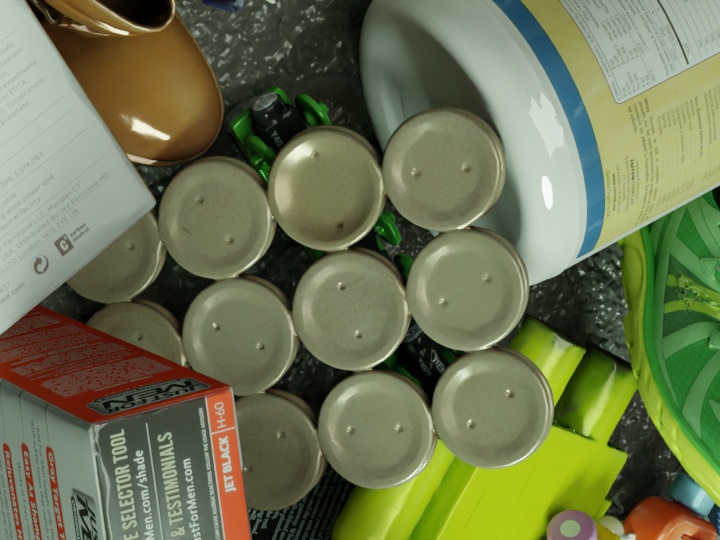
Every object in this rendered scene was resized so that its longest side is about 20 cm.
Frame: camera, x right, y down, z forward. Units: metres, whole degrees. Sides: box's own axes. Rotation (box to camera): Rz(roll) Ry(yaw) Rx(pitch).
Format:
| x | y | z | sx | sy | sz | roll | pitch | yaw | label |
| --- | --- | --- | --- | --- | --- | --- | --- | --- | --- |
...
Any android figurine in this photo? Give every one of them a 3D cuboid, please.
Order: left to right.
| x | y | z | sx | sy | sz | roll | pitch | yaw | label |
| --- | --- | --- | --- | --- | --- | --- | --- | --- | --- |
| 0.051 | 0.118 | 1.155 | 0.182 | 0.041 | 0.200 | 20 | 101 | -56 | android figurine |

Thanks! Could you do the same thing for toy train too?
| x | y | z | sx | sy | sz | roll | pitch | yaw | label |
| --- | --- | --- | --- | --- | --- | --- | --- | --- | --- |
| 0.000 | 0.000 | 1.138 | 0.042 | 0.056 | 0.200 | -40 | 117 | -15 | toy train |
| 0.108 | 0.183 | 1.198 | 0.200 | 0.056 | 0.150 | -58 | 150 | -2 | toy train |

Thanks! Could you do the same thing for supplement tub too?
| x | y | z | sx | sy | sz | roll | pitch | yaw | label |
| --- | --- | --- | --- | --- | --- | --- | --- | --- | --- |
| 0.115 | -0.096 | 1.135 | 0.200 | 0.145 | 0.145 | -28 | 111 | -23 | supplement tub |

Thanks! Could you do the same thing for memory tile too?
| x | y | z | sx | sy | sz | roll | pitch | yaw | label |
| --- | --- | --- | --- | --- | --- | --- | --- | --- | --- |
| -0.026 | 0.021 | 1.072 | 0.199 | 0.017 | 0.154 | -12 | 95 | 16 | memory tile |

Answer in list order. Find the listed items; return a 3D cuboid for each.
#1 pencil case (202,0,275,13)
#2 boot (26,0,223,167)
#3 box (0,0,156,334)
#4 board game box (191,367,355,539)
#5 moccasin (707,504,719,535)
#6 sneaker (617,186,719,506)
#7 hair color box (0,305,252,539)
| x | y | z | sx | sy | sz | roll | pitch | yaw | label |
| --- | --- | --- | --- | --- | --- | --- | --- | --- | --- |
| -0.025 | -0.207 | 1.072 | 0.089 | 0.078 | 0.200 | 31 | 81 | 7 | pencil case |
| -0.102 | -0.104 | 1.006 | 0.200 | 0.155 | 0.074 | 44 | 77 | -28 | boot |
| -0.187 | -0.082 | 0.981 | 0.097 | 0.124 | 0.200 | -40 | 116 | -17 | box |
| -0.058 | 0.156 | 1.149 | 0.135 | 0.028 | 0.201 | 25 | 86 | -30 | board game box |
| 0.214 | 0.067 | 1.212 | 0.080 | 0.068 | 0.200 | 1 | 134 | -20 | moccasin |
| 0.165 | 0.020 | 1.165 | 0.074 | 0.083 | 0.201 | 36 | 39 | -50 | sneaker |
| -0.112 | 0.080 | 1.007 | 0.061 | 0.200 | 0.102 | -13 | 105 | -26 | hair color box |
